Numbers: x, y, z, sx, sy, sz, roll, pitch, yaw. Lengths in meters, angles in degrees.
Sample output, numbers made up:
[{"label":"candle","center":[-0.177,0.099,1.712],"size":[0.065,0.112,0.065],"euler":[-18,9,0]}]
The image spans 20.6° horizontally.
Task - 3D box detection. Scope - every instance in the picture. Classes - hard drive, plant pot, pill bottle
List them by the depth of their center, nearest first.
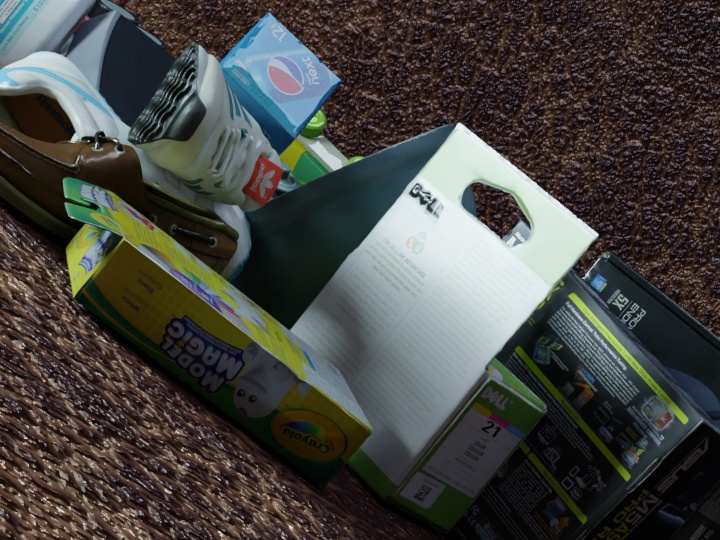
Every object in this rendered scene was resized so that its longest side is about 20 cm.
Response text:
[{"label":"plant pot","center":[0.000,0.000,1.362],"size":[0.200,0.199,0.135],"euler":[-23,89,-86]},{"label":"hard drive","center":[-0.166,-0.113,1.495],"size":[0.135,0.042,0.200],"euler":[38,27,-23]},{"label":"pill bottle","center":[-0.310,-0.239,1.533],"size":[0.200,0.111,0.111],"euler":[39,4,-9]}]

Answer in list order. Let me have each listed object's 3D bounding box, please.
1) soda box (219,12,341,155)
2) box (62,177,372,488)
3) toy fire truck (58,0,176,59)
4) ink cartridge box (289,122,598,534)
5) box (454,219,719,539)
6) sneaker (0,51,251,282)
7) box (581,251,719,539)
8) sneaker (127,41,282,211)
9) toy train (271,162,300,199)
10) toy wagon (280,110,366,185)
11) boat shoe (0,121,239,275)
[{"label":"soda box","center":[-0.097,-0.087,1.327],"size":[0.068,0.064,0.200],"euler":[43,-38,-7]},{"label":"box","center":[-0.089,0.028,1.076],"size":[0.200,0.048,0.117],"euler":[41,4,-16]},{"label":"toy fire truck","center":[-0.248,-0.193,1.659],"size":[0.200,0.129,0.176],"euler":[18,19,-46]},{"label":"ink cartridge box","center":[0.056,0.035,1.214],"size":[0.076,0.200,0.148],"euler":[35,6,-47]},{"label":"box","center":[0.108,0.090,1.237],"size":[0.044,0.160,0.200],"euler":[35,12,-51]},{"label":"sneaker","center":[-0.159,-0.056,1.263],"size":[0.200,0.077,0.081],"euler":[38,20,0]},{"label":"box","center":[0.166,0.119,1.292],"size":[0.164,0.200,0.086],"euler":[42,4,30]},{"label":"sneaker","center":[-0.083,-0.078,1.168],"size":[0.093,0.071,0.200],"euler":[34,-2,-9]},{"label":"toy train","center":[-0.100,-0.051,1.606],"size":[0.200,0.085,0.114],"euler":[44,26,17]},{"label":"toy wagon","center":[-0.065,-0.070,1.684],"size":[0.200,0.155,0.040],"euler":[45,44,16]},{"label":"boat shoe","center":[-0.158,-0.051,1.152],"size":[0.200,0.068,0.072],"euler":[36,5,-34]}]
